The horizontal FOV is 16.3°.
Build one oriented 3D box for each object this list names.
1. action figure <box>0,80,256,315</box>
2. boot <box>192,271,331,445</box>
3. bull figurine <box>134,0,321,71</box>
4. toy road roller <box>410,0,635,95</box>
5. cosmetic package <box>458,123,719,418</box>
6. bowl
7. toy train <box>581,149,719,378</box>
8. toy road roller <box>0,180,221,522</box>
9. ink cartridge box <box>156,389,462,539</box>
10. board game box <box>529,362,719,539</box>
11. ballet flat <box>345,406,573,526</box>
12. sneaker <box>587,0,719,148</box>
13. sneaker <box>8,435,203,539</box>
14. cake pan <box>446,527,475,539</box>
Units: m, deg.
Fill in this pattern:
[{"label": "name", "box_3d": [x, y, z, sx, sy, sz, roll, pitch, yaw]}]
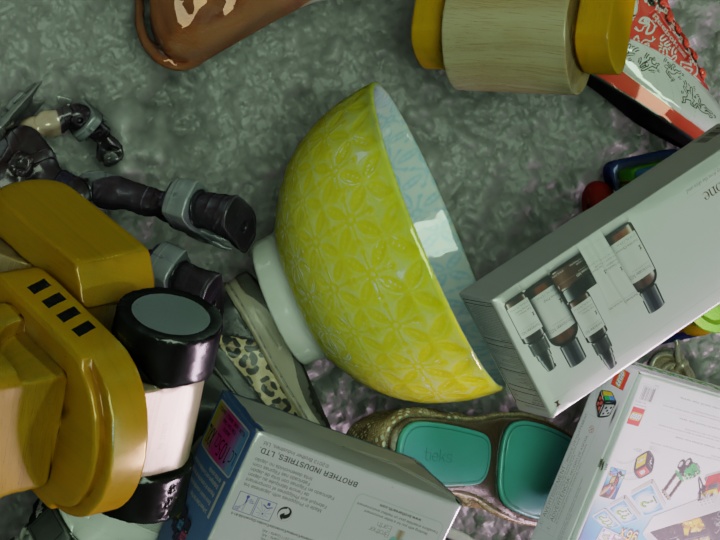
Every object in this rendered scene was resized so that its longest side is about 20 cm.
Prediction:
[{"label": "action figure", "box_3d": [-0.165, -0.036, 1.493, 0.200, 0.069, 0.130, 23, 78, 16]}, {"label": "boot", "box_3d": [-0.091, 0.118, 1.530, 0.150, 0.073, 0.200, -24, 104, -7]}, {"label": "bull figurine", "box_3d": [-0.056, -0.201, 1.538, 0.200, 0.065, 0.122, -30, 90, -17]}, {"label": "toy road roller", "box_3d": [0.094, -0.215, 1.489, 0.123, 0.146, 0.201, 3, 72, 20]}, {"label": "cosmetic package", "box_3d": [0.163, -0.002, 1.472, 0.200, 0.051, 0.083, -33, 107, -17]}, {"label": "bowl", "box_3d": [0.000, 0.000, 1.502, 0.107, 0.200, 0.201, -23, 96, 8]}, {"label": "toy train", "box_3d": [0.207, 0.025, 1.576, 0.084, 0.116, 0.201, -12, 93, -12]}, {"label": "toy road roller", "box_3d": [-0.179, 0.050, 1.356, 0.146, 0.200, 0.123, -10, 126, -39]}, {"label": "ink cartridge box", "box_3d": [-0.051, 0.187, 1.419, 0.136, 0.076, 0.200, 22, 97, -22]}, {"label": "board game box", "box_3d": [0.203, 0.133, 1.562, 0.200, 0.035, 0.127, 17, 98, -42]}, {"label": "ballet flat", "box_3d": [0.067, 0.116, 1.563, 0.200, 0.065, 0.071, 19, 80, -43]}, {"label": "sneaker", "box_3d": [0.182, -0.157, 1.593, 0.201, 0.067, 0.108, 32, 86, -9]}, {"label": "sneaker", "box_3d": [-0.162, 0.147, 1.453, 0.199, 0.074, 0.089, -20, 120, -7]}, {"label": "cake pan", "box_3d": [-0.003, 0.230, 1.531, 0.200, 0.037, 0.201, -11, 120, -21]}]
